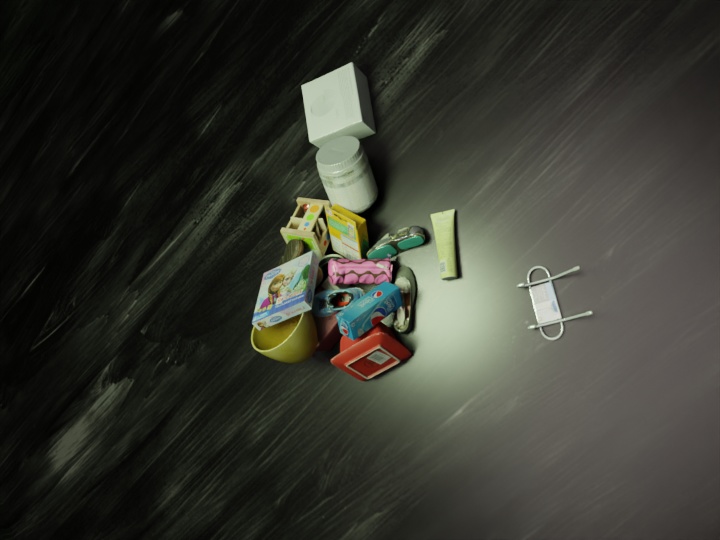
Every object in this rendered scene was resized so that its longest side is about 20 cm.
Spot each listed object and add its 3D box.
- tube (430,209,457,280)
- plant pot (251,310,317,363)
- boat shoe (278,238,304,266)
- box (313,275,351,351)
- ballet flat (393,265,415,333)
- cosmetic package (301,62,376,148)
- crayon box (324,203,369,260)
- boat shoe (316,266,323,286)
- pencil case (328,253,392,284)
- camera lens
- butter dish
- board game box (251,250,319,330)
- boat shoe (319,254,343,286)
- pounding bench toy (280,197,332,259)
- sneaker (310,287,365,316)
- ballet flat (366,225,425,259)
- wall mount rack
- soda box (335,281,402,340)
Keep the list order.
[{"bbox_3d":[0.254,-0.076,1.631,0.056,0.052,0.207,-1,77,-16],"label":"tube"},{"bbox_3d":[-0.205,0.193,1.637,0.196,0.143,0.203,-25,38,21],"label":"plant pot"},{"bbox_3d":[-0.207,-0.039,1.754,0.200,0.066,0.074,134,138,-56],"label":"boat shoe"},{"bbox_3d":[-0.099,0.138,1.747,0.128,0.108,0.201,45,104,24],"label":"box"},{"bbox_3d":[0.130,0.086,1.662,0.065,0.063,0.207,-1,83,21],"label":"ballet flat"},{"bbox_3d":[-0.069,-0.527,1.800,0.195,0.122,0.206,-14,78,26],"label":"cosmetic package"},{"bbox_3d":[-0.038,-0.118,1.702,0.124,0.203,0.052,30,61,26],"label":"crayon box"},{"bbox_3d":[-0.207,0.042,1.735,0.196,0.062,0.075,-26,73,21],"label":"boat shoe"},{"bbox_3d":[0.000,0.000,1.673,0.193,0.094,0.094,-3,89,-9],"label":"pencil case"},{"bbox_3d":[-0.039,-0.286,1.699,0.155,0.203,0.163,-12,42,12],"label":"camera lens"},{"bbox_3d":[0.025,0.215,1.656,0.196,0.199,0.151,-30,49,20],"label":"butter dish"},{"bbox_3d":[-0.219,0.058,1.632,0.196,0.041,0.203,-23,40,24],"label":"board game box"},{"bbox_3d":[-0.122,0.014,1.762,0.197,0.074,0.068,-27,46,40],"label":"boat shoe"},{"bbox_3d":[-0.147,-0.117,1.801,0.121,0.202,0.159,9,56,24],"label":"pounding bench toy"},{"bbox_3d":[-0.085,0.087,1.635,0.195,0.089,0.081,-15,78,26],"label":"sneaker"},{"bbox_3d":[0.109,-0.088,1.701,0.196,0.072,0.074,-20,76,23],"label":"ballet flat"},{"bbox_3d":[0.514,0.077,1.463,0.170,0.074,0.206,-18,77,24],"label":"wall mount rack"},{"bbox_3d":[0.027,0.113,1.581,0.067,0.198,0.066,22,137,47],"label":"soda box"}]
